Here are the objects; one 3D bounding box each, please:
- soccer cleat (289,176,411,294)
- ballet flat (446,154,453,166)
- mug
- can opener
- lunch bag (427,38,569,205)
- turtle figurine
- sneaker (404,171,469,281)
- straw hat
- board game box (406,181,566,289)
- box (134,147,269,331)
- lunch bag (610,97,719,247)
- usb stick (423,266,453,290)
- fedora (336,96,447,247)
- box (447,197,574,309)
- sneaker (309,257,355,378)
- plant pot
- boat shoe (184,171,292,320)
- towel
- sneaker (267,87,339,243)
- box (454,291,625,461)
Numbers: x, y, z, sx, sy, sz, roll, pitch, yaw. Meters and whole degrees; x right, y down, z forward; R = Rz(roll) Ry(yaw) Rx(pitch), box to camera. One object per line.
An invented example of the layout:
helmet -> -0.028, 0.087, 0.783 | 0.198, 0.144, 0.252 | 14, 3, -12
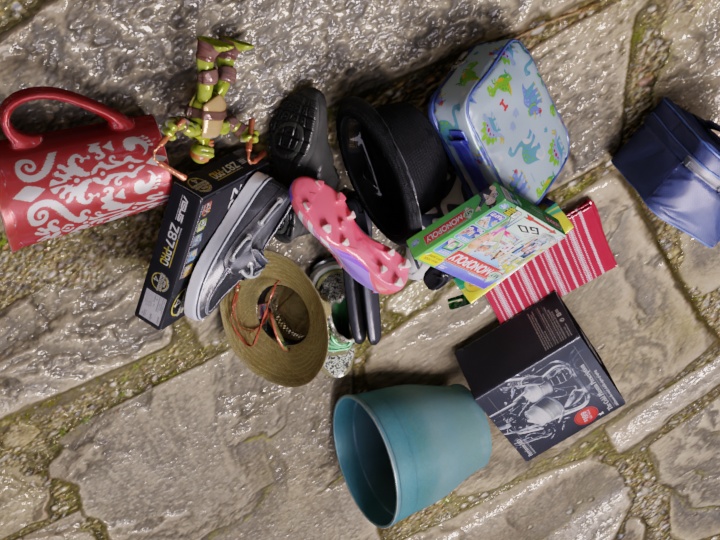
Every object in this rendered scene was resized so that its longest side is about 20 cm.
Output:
soccer cleat -> -0.023, -0.038, 1.553 | 0.200, 0.067, 0.076 | 40, 146, -22
ballet flat -> 0.151, -0.153, 1.647 | 0.199, 0.072, 0.072 | 26, 114, -32
mug -> -0.327, -0.120, 1.448 | 0.198, 0.134, 0.178 | -14, 151, -13
can opener -> 0.000, 0.000, 1.638 | 0.078, 0.063, 0.202 | -11, 93, -37
lunch bag -> 0.173, -0.176, 1.561 | 0.161, 0.082, 0.201 | -54, 127, -29
turtle figurine -> -0.173, -0.194, 1.476 | 0.199, 0.064, 0.163 | -7, 117, -52
sneaker -> 0.064, -0.075, 1.666 | 0.129, 0.080, 0.199 | 26, 146, -4
straw hat -> -0.091, 0.054, 1.673 | 0.085, 0.201, 0.202 | -20, 139, -47
board game box -> 0.160, -0.040, 1.540 | 0.134, 0.029, 0.200 | -34, 154, 20
box -> -0.198, -0.040, 1.552 | 0.049, 0.161, 0.201 | 29, 120, 13
lunch bag -> 0.445, -0.137, 1.666 | 0.135, 0.200, 0.133 | 26, 111, -27
usb stick -> 0.153, -0.037, 1.674 | 0.200, 0.033, 0.056 | -40, 173, -39
fedora -> 0.051, -0.133, 1.533 | 0.091, 0.201, 0.202 | -28, 131, -17
box -> 0.194, -0.021, 1.708 | 0.200, 0.117, 0.048 | -39, 94, 5
sneaker -> -0.035, 0.084, 1.734 | 0.076, 0.089, 0.201 | -11, 128, -11
plant pot -> 0.086, 0.257, 1.849 | 0.187, 0.200, 0.201 | -15, 130, -24
boat shoe -> -0.146, -0.020, 1.532 | 0.201, 0.067, 0.072 | -60, 166, -5
towel -> 0.270, -0.010, 1.815 | 0.199, 0.023, 0.145 | -28, 132, 5
sneaker -> -0.068, -0.136, 1.578 | 0.090, 0.076, 0.201 | -14, 125, -43
box -> 0.273, 0.164, 1.881 | 0.181, 0.104, 0.200 | -32, 133, 10
